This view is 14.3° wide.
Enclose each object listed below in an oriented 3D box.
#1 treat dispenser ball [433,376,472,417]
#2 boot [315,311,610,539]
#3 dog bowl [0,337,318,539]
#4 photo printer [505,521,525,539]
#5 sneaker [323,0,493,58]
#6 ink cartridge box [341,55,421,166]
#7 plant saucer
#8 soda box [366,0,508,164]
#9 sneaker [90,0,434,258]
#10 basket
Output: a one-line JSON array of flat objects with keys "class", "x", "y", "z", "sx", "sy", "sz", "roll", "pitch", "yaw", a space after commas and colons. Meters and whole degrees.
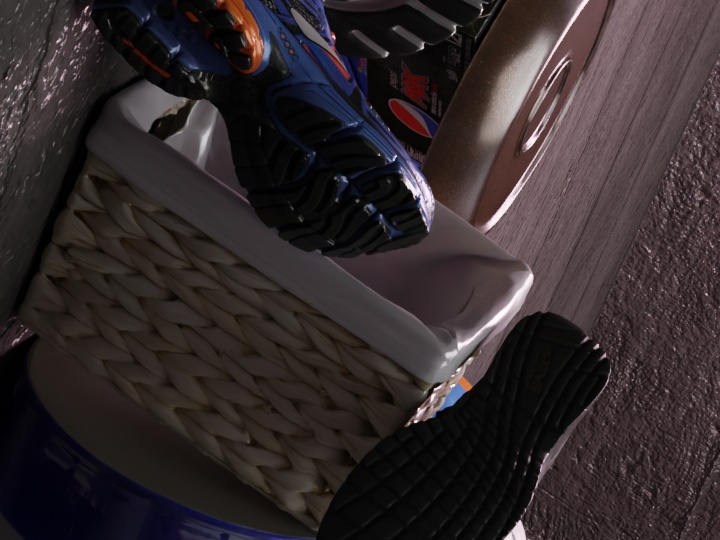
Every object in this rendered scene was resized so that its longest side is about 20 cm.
[{"class": "treat dispenser ball", "x": -0.002, "y": 0.142, "z": 1.891, "sx": 0.201, "sy": 0.200, "sz": 0.201, "roll": -58, "pitch": 170, "yaw": -16}, {"class": "boot", "x": 0.036, "y": 0.114, "z": 1.291, "sx": 0.200, "sy": 0.068, "sz": 0.131, "roll": -41, "pitch": 165, "yaw": -43}, {"class": "dog bowl", "x": -0.083, "y": 0.107, "z": 1.379, "sx": 0.079, "sy": 0.199, "sz": 0.200, "roll": -66, "pitch": 169, "yaw": 20}, {"class": "photo printer", "x": 0.003, "y": 0.106, "z": 1.540, "sx": 0.070, "sy": 0.200, "sz": 0.166, "roll": -49, "pitch": 166, "yaw": 6}, {"class": "sneaker", "x": 0.048, "y": -0.181, "z": 1.320, "sx": 0.200, "sy": 0.078, "sz": 0.090, "roll": -46, "pitch": -162, "yaw": 17}, {"class": "ink cartridge box", "x": 0.038, "y": -0.143, "z": 1.603, "sx": 0.200, "sy": 0.042, "sz": 0.120, "roll": -50, "pitch": 129, "yaw": -41}, {"class": "plant saucer", "x": 0.081, "y": -0.089, "z": 1.443, "sx": 0.201, "sy": 0.032, "sz": 0.200, "roll": -59, "pitch": 169, "yaw": -18}, {"class": "soda box", "x": 0.045, "y": -0.118, "z": 1.448, "sx": 0.071, "sy": 0.063, "sz": 0.200, "roll": -58, "pitch": 171, "yaw": -16}, {"class": "sneaker", "x": -0.030, "y": -0.085, "z": 1.219, "sx": 0.075, "sy": 0.200, "sz": 0.079, "roll": -18, "pitch": -145, "yaw": 34}, {"class": "basket", "x": -0.043, "y": 0.010, "z": 1.339, "sx": 0.124, "sy": 0.200, "sz": 0.136, "roll": -58, "pitch": 171, "yaw": 25}]
